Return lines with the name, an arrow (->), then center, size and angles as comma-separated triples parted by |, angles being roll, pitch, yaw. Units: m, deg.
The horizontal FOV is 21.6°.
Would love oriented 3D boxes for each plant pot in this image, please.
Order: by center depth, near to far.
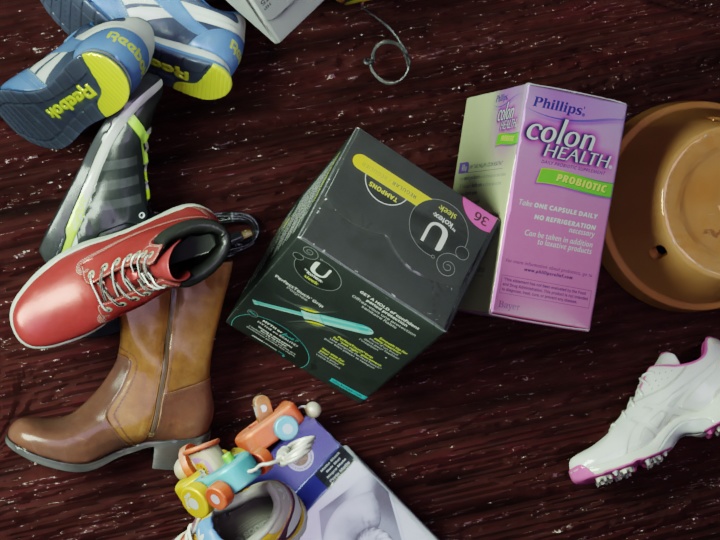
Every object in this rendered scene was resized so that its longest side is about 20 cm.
plant pot -> 0.321, -0.061, 1.731 | 0.198, 0.140, 0.202 | 0, 90, -9

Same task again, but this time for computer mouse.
computer mouse -> -0.181, 0.002, 1.715 | 0.199, 0.034, 0.059 | -30, 94, -7

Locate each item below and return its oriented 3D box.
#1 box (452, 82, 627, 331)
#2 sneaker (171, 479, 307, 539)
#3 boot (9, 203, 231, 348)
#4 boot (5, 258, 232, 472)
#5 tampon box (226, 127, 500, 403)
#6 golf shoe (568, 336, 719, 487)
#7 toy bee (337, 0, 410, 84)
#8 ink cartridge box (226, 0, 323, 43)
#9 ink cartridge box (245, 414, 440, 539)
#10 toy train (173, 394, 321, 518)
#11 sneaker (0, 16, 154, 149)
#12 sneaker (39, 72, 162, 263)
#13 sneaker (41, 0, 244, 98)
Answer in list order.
box -> 0.148, -0.055, 1.685 | 0.096, 0.176, 0.202 | 9, 89, -13
sneaker -> -0.142, 0.251, 1.676 | 0.200, 0.090, 0.075 | -38, 66, -2
boot -> -0.202, 0.008, 1.574 | 0.199, 0.144, 0.073 | -29, 101, -5
boot -> -0.213, 0.076, 1.668 | 0.187, 0.069, 0.202 | 4, 106, -9
tampon box -> 0.000, 0.000, 1.640 | 0.149, 0.200, 0.127 | 32, 60, -8
golf shoe -> 0.275, 0.133, 1.769 | 0.199, 0.075, 0.092 | -25, 79, -9
toy bee -> 0.004, -0.283, 1.689 | 0.130, 0.108, 0.201 | -31, 73, 26
ink cartridge box -> -0.102, -0.329, 1.621 | 0.147, 0.146, 0.200 | -44, 57, -5
ink cartridge box -> -0.043, 0.270, 1.734 | 0.200, 0.041, 0.200 | 44, 85, -6
toy train -> -0.103, 0.149, 1.645 | 0.150, 0.200, 0.056 | -34, 94, -4
sneaker -> -0.246, -0.165, 1.645 | 0.074, 0.199, 0.083 | 47, 53, -25
sneaker -> -0.211, -0.077, 1.679 | 0.082, 0.072, 0.201 | 27, 99, -10
sneaker -> -0.194, -0.228, 1.689 | 0.199, 0.074, 0.083 | 27, 65, -2
